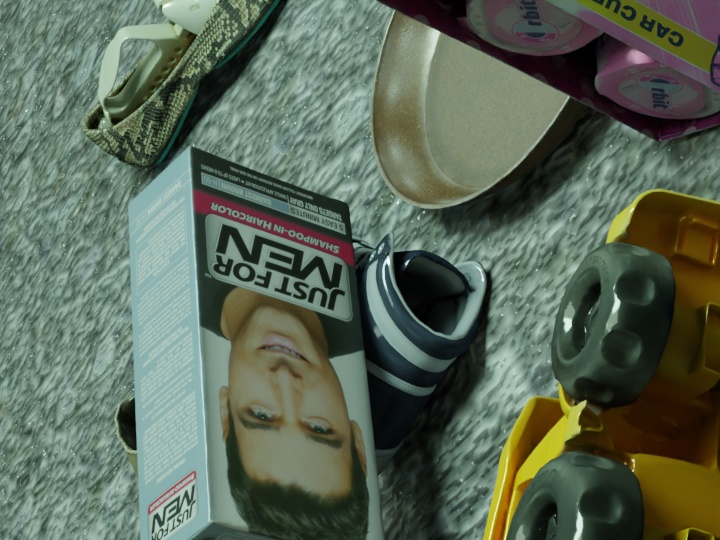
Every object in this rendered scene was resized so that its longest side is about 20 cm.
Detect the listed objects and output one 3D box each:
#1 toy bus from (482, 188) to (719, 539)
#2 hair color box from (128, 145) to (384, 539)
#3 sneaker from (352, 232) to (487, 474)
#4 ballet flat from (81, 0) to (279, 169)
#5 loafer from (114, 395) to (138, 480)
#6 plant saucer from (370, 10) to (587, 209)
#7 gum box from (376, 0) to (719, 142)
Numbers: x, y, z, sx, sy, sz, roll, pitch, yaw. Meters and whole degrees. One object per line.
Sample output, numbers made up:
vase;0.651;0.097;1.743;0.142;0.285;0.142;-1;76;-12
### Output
toy bus;0.109;0.094;0.790;0.192;0.135;0.201;140;144;-65
hair color box;-0.051;0.050;0.956;0.061;0.099;0.201;-38;46;40
sneaker;0.000;0.000;1.060;0.109;0.070;0.200;-54;38;30
ballet flat;-0.122;-0.149;1.346;0.200;0.075;0.068;-49;34;29
loafer;-0.101;0.098;1.117;0.076;0.067;0.201;-126;39;-59
plant saucer;0.076;-0.122;1.054;0.200;0.032;0.201;-36;44;44
gum box;0.087;-0.149;0.882;0.066;0.199;0.114;-17;56;54
